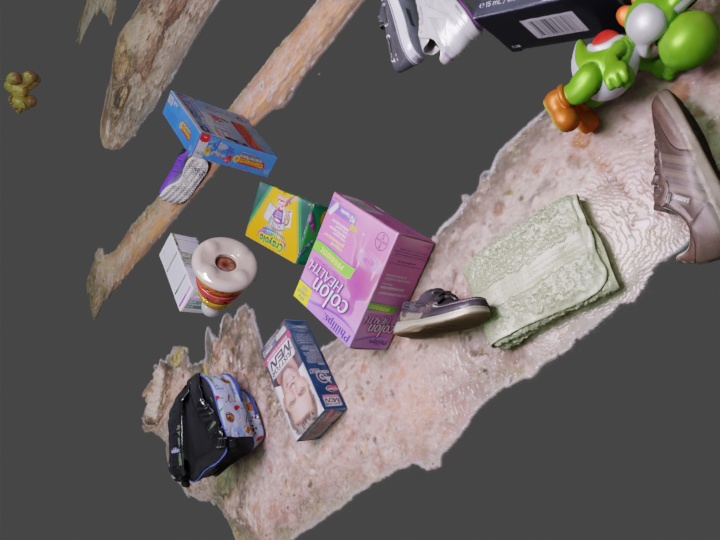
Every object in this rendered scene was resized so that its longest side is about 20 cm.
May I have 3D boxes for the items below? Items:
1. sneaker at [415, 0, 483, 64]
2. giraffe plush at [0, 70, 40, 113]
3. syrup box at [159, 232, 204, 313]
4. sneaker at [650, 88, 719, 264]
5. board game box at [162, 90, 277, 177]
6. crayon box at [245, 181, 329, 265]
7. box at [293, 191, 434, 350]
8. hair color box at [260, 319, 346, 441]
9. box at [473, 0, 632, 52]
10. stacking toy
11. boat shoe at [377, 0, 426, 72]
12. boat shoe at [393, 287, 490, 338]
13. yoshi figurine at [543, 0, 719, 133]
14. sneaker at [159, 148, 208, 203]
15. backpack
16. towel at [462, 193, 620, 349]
[{"bbox_3d":[0.115,-0.419,0.927,0.100,0.074,0.202,-46,54,29],"label":"sneaker"},{"bbox_3d":[-1.633,-0.851,2.744,0.172,0.196,0.166,-165,59,-75],"label":"giraffe plush"},{"bbox_3d":[-0.422,0.007,1.402,0.082,0.078,0.201,-51,51,26],"label":"syrup box"},{"bbox_3d":[0.353,-0.105,0.634,0.075,0.070,0.204,-31,62,39],"label":"sneaker"},{"bbox_3d":[-0.310,-0.300,1.257,0.056,0.193,0.201,-57,49,22],"label":"board game box"},{"bbox_3d":[-0.148,-0.096,1.153,0.198,0.058,0.121,26,102,45],"label":"crayon box"},{"bbox_3d":[0.000,0.000,0.959,0.175,0.096,0.203,37,110,42],"label":"box"},{"bbox_3d":[-0.111,0.202,1.065,0.100,0.060,0.202,-50,52,28],"label":"hair color box"},{"bbox_3d":[0.270,-0.417,0.740,0.194,0.116,0.205,11,90,46],"label":"box"},{"bbox_3d":[-0.318,0.039,1.284,0.148,0.143,0.201,64,144,31],"label":"stacking toy"},{"bbox_3d":[0.061,-0.439,0.997,0.066,0.069,0.204,-25,73,38],"label":"boat shoe"},{"bbox_3d":[0.113,0.058,0.838,0.199,0.071,0.066,-28,58,60],"label":"boat shoe"},{"bbox_3d":[0.320,-0.234,0.657,0.200,0.111,0.114,-47,23,42],"label":"yoshi figurine"},{"bbox_3d":[-0.466,-0.263,1.508,0.199,0.069,0.101,-36,52,31],"label":"sneaker"},{"bbox_3d":[-0.300,0.311,1.177,0.199,0.153,0.193,-39,66,27],"label":"backpack"},{"bbox_3d":[0.231,0.004,0.765,0.199,0.036,0.151,-37,58,36],"label":"towel"}]
